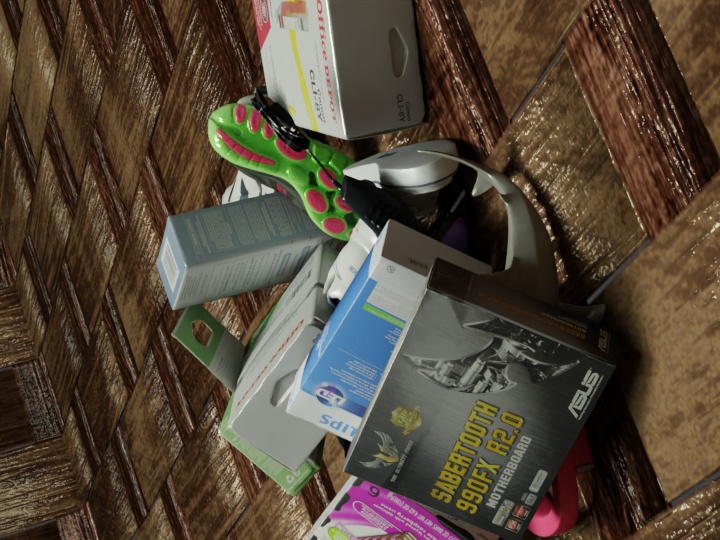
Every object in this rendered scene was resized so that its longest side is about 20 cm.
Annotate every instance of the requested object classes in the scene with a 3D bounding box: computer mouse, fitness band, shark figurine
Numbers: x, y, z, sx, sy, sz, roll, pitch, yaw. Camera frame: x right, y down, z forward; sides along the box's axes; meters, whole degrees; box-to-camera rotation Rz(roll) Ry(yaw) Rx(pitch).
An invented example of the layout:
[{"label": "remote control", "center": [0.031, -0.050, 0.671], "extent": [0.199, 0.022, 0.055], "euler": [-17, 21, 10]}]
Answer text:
[{"label": "computer mouse", "center": [-0.017, -0.089, 1.547], "extent": [0.200, 0.034, 0.059], "euler": [44, -169, 0]}, {"label": "fitness band", "center": [0.143, 0.126, 1.518], "extent": [0.144, 0.037, 0.201], "euler": [147, 109, -71]}, {"label": "shark figurine", "center": [0.114, -0.009, 1.414], "extent": [0.128, 0.089, 0.216], "euler": [-24, 71, 48]}]

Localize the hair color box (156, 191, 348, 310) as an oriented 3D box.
[{"label": "hair color box", "center": [-0.100, -0.028, 1.807], "extent": [0.099, 0.199, 0.061], "euler": [116, 136, -59]}]

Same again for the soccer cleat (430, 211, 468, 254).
[{"label": "soccer cleat", "center": [0.075, 0.034, 1.611], "extent": [0.073, 0.068, 0.201], "euler": [29, 131, 15]}]

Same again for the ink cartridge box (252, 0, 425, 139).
[{"label": "ink cartridge box", "center": [-0.024, -0.208, 1.662], "extent": [0.200, 0.083, 0.146], "euler": [-156, 55, -64]}]

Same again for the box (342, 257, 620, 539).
[{"label": "box", "center": [0.093, 0.105, 1.402], "extent": [0.048, 0.158, 0.201], "euler": [-71, 4, -56]}]

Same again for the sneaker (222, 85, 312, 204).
[{"label": "sneaker", "center": [-0.104, -0.131, 1.927], "extent": [0.199, 0.079, 0.130], "euler": [172, 86, -69]}]

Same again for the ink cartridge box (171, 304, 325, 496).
[{"label": "ink cartridge box", "center": [-0.121, 0.126, 1.810], "extent": [0.200, 0.048, 0.146], "euler": [41, -168, -8]}]

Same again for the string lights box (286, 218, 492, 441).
[{"label": "string lights box", "center": [0.023, 0.062, 1.550], "extent": [0.200, 0.102, 0.059], "euler": [-58, 11, 36]}]

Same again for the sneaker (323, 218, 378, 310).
[{"label": "sneaker", "center": [0.000, 0.000, 1.665], "extent": [0.074, 0.087, 0.200], "euler": [43, 179, 5]}]

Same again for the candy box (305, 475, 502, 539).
[{"label": "candy box", "center": [0.035, 0.241, 1.604], "extent": [0.136, 0.061, 0.200], "euler": [34, 140, 1]}]

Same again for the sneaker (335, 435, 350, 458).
[{"label": "sneaker", "center": [0.016, 0.173, 1.848], "extent": [0.201, 0.076, 0.077], "euler": [58, -166, 19]}]

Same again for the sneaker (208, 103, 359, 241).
[{"label": "sneaker", "center": [-0.063, -0.103, 1.748], "extent": [0.200, 0.077, 0.084], "euler": [37, -178, -17]}]

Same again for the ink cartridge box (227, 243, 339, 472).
[{"label": "ink cartridge box", "center": [-0.050, 0.082, 1.724], "extent": [0.147, 0.083, 0.200], "euler": [-52, 11, 19]}]

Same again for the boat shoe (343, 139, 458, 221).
[{"label": "boat shoe", "center": [0.041, -0.073, 1.604], "extent": [0.200, 0.072, 0.066], "euler": [-2, 111, 66]}]
